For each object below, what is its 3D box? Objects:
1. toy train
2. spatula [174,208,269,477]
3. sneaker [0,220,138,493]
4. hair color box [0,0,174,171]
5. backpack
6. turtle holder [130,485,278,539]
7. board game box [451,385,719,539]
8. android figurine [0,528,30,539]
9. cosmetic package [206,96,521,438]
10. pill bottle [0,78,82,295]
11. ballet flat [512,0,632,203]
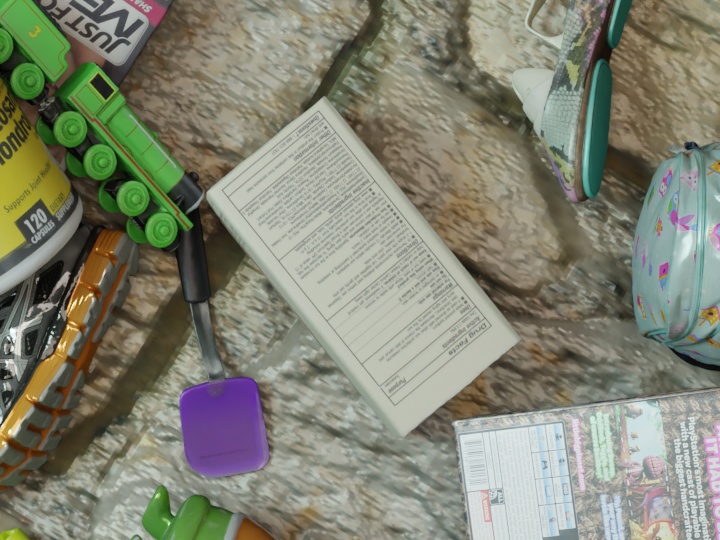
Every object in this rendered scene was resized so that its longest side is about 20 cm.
[{"bbox_3d":[-0.169,-0.093,1.509,0.056,0.042,0.200,-49,117,-16],"label":"toy train"},{"bbox_3d":[-0.103,0.035,1.587,0.056,0.021,0.201,-10,85,-15],"label":"spatula"},{"bbox_3d":[-0.217,0.055,1.563,0.077,0.078,0.201,25,83,13],"label":"sneaker"},{"bbox_3d":[-0.206,-0.132,1.539,0.100,0.060,0.201,33,90,-23],"label":"hair color box"},{"bbox_3d":[0.235,-0.009,1.515,0.126,0.200,0.168,-2,88,-2],"label":"backpack"},{"bbox_3d":[-0.105,0.240,1.520,0.131,0.141,0.186,25,85,-2],"label":"turtle holder"},{"bbox_3d":[0.173,0.159,1.524,0.199,0.097,0.161,-8,88,19],"label":"board game box"},{"bbox_3d":[-0.259,0.256,1.563,0.182,0.041,0.200,-42,88,-4],"label":"android figurine"},{"bbox_3d":[0.000,0.000,1.561,0.103,0.087,0.200,-38,88,-5],"label":"cosmetic package"},{"bbox_3d":[-0.260,-0.084,1.436,0.112,0.112,0.201,-34,111,-4],"label":"pill bottle"},{"bbox_3d":[0.140,-0.144,1.591,0.071,0.069,0.201,10,83,16],"label":"ballet flat"}]
